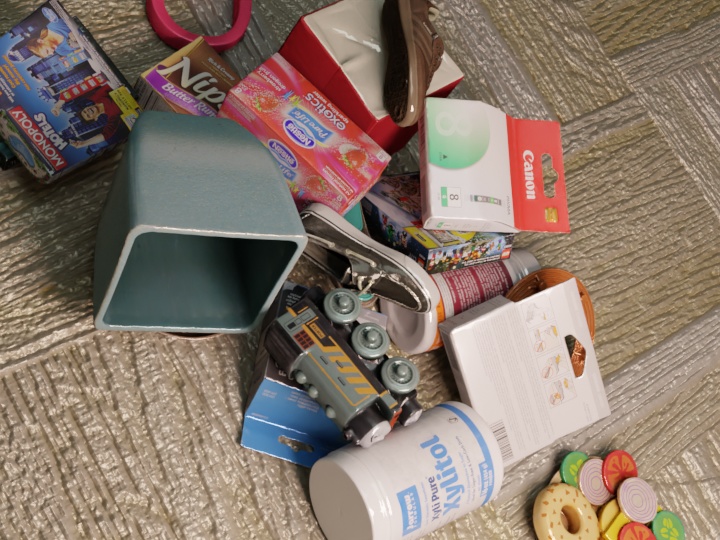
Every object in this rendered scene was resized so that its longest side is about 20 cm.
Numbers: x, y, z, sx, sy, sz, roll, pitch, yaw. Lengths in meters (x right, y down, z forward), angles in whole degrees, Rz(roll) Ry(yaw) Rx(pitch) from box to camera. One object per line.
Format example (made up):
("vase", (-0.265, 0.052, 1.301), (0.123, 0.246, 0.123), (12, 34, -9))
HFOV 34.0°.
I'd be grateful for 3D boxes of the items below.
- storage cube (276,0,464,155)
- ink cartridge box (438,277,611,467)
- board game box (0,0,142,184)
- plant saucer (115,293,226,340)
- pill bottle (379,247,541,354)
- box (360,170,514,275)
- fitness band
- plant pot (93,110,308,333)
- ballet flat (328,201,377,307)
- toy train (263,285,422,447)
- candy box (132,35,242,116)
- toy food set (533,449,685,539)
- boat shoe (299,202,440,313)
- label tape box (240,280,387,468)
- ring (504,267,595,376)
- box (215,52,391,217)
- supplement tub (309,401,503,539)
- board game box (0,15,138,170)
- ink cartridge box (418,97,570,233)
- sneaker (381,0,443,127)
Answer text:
("storage cube", (-0.006, -0.244, 1.556), (0.199, 0.180, 0.171), (-31, 81, -36))
("ink cartridge box", (0.207, 0.125, 1.469), (0.175, 0.045, 0.201), (-23, 109, -13))
("board game box", (-0.385, -0.195, 1.375), (0.199, 0.062, 0.200), (-34, 84, -34))
("plant saucer", (-0.216, -0.004, 1.414), (0.199, 0.037, 0.202), (12, 60, -22))
("pill bottle", (0.135, 0.034, 1.526), (0.199, 0.114, 0.115), (-12, 71, -31))
("box", (0.087, -0.067, 1.532), (0.136, 0.038, 0.200), (-10, 34, -31))
("fitness band", (-0.221, -0.381, 1.608), (0.142, 0.037, 0.201), (9, 61, -20))
("plant pot", (-0.197, -0.066, 1.325), (0.194, 0.197, 0.201), (2, 55, -26))
("ballet flat", (-0.017, -0.026, 1.503), (0.068, 0.067, 0.201), (7, 54, -21))
("toy train", (-0.020, 0.109, 1.342), (0.114, 0.085, 0.200), (-32, 71, -28))
("candy box", (-0.184, -0.193, 1.515), (0.200, 0.056, 0.117), (48, 54, 1))
("toy food set", (0.318, 0.327, 1.508), (0.200, 0.049, 0.198), (47, 54, 2))
("boat shoe", (0.000, 0.000, 1.407), (0.199, 0.071, 0.064), (33, 52, 5))
("label tape box", (-0.054, 0.129, 1.411), (0.142, 0.066, 0.201), (20, 56, -17))
("ring", (0.240, 0.096, 1.534), (0.199, 0.019, 0.202), (-10, 108, -34))
("box", (-0.075, -0.155, 1.454), (0.200, 0.096, 0.100), (43, 54, 3))
("supplement tub", (0.056, 0.243, 1.367), (0.199, 0.132, 0.133), (-20, 75, -33))
("board game box", (-0.390, -0.221, 1.440), (0.200, 0.028, 0.136), (-34, 83, -35))
("ink cartridge box", (0.173, -0.131, 1.488), (0.198, 0.050, 0.162), (1, 73, -11))
("sneaker", (0.074, -0.264, 1.455), (0.075, 0.070, 0.202), (10, 62, -23))
